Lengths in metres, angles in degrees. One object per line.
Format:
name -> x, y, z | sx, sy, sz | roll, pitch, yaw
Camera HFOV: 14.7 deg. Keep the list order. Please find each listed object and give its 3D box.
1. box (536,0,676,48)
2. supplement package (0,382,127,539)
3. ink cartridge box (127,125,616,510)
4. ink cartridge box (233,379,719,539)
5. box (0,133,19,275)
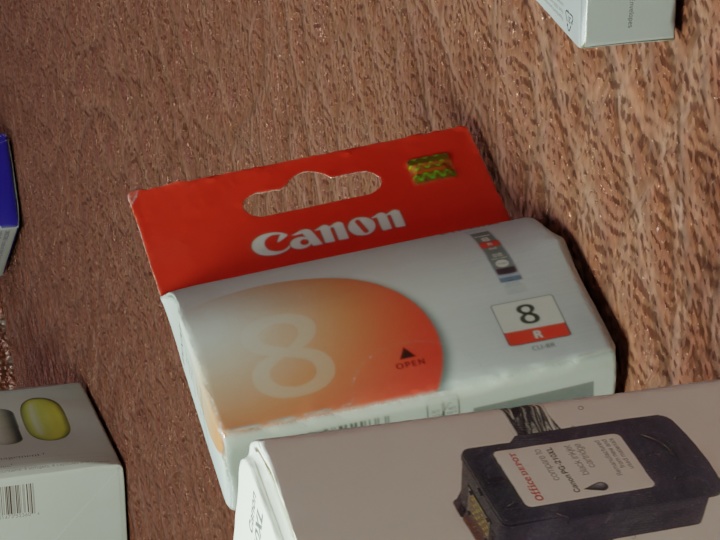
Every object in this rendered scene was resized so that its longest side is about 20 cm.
box -> 0.076, -0.201, 1.010 | 0.156, 0.041, 0.200 | -122, 30, -60
supplement package -> -0.313, 0.206, 2.420 | 0.200, 0.191, 0.147 | -131, 38, -65
ink cartridge box -> 0.000, 0.000, 1.148 | 0.200, 0.162, 0.050 | -112, 14, -44
ink cartridge box -> 0.065, 0.115, 0.860 | 0.084, 0.200, 0.145 | -111, 20, -45
box -> -0.462, -0.058, 2.877 | 0.184, 0.200, 0.105 | 128, 135, -70
